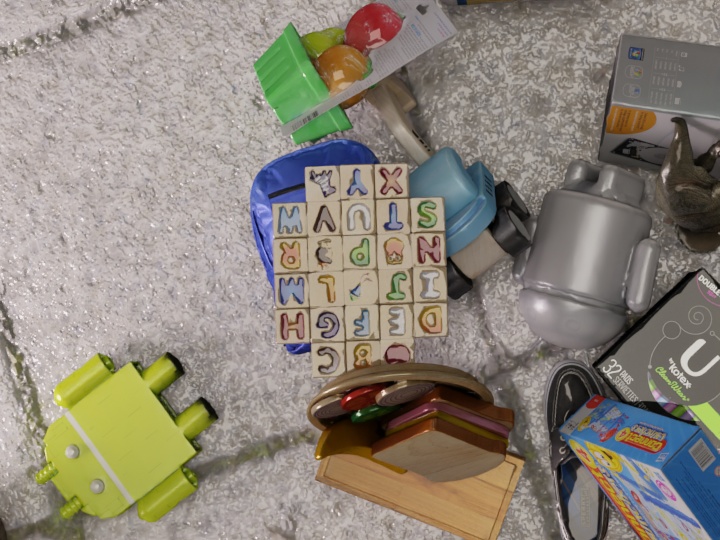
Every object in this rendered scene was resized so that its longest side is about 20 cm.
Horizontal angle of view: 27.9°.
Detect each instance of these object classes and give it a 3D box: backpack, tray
[{"bbox_3d":[-0.023,-0.032,1.466,0.161,0.168,0.201,-14,85,-5],"label":"backpack"},{"bbox_3d":[0.062,0.207,1.513,0.199,0.037,0.099,20,91,8],"label":"tray"}]

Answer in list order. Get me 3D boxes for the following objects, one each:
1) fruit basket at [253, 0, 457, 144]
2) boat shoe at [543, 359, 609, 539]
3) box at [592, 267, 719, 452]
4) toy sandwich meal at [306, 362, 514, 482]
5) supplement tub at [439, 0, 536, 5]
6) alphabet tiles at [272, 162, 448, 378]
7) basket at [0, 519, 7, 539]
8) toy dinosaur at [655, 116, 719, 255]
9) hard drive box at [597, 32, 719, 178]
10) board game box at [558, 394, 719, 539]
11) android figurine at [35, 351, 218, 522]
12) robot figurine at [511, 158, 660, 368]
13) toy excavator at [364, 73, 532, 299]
[{"bbox_3d":[-0.005,-0.214,1.478,0.199,0.186,0.094,-27,120,1],"label":"fruit basket"},{"bbox_3d":[0.222,0.192,1.478,0.069,0.066,0.202,0,89,7],"label":"boat shoe"},{"bbox_3d":[0.350,0.120,1.437,0.148,0.124,0.200,-44,83,4],"label":"box"},{"bbox_3d":[0.045,0.154,1.411,0.203,0.205,0.071,-7,64,6],"label":"toy sandwich meal"},{"bbox_3d":[0.172,-0.344,1.460,0.198,0.145,0.146,-2,88,7],"label":"supplement tub"},{"bbox_3d":[0.000,0.000,1.377,0.165,0.006,0.202,-2,92,-3],"label":"alphabet tiles"},{"bbox_3d":[-0.449,0.297,1.488,0.179,0.200,0.137,-15,87,7],"label":"basket"},{"bbox_3d":[0.330,-0.073,1.400,0.102,0.200,0.077,-30,55,19],"label":"toy dinosaur"},{"bbox_3d":[0.342,-0.155,1.424,0.198,0.156,0.077,8,74,8],"label":"hard drive box"},{"bbox_3d":[0.303,0.222,1.372,0.056,0.196,0.200,-41,105,-12],"label":"board game box"},{"bbox_3d":[-0.256,0.183,1.550,0.199,0.041,0.183,-36,85,3],"label":"android figurine"},{"bbox_3d":[0.226,-0.007,1.460,0.169,0.112,0.201,16,90,47],"label":"robot figurine"},{"bbox_3d":[0.075,-0.101,1.471,0.100,0.195,0.200,-35,109,17],"label":"toy excavator"}]
